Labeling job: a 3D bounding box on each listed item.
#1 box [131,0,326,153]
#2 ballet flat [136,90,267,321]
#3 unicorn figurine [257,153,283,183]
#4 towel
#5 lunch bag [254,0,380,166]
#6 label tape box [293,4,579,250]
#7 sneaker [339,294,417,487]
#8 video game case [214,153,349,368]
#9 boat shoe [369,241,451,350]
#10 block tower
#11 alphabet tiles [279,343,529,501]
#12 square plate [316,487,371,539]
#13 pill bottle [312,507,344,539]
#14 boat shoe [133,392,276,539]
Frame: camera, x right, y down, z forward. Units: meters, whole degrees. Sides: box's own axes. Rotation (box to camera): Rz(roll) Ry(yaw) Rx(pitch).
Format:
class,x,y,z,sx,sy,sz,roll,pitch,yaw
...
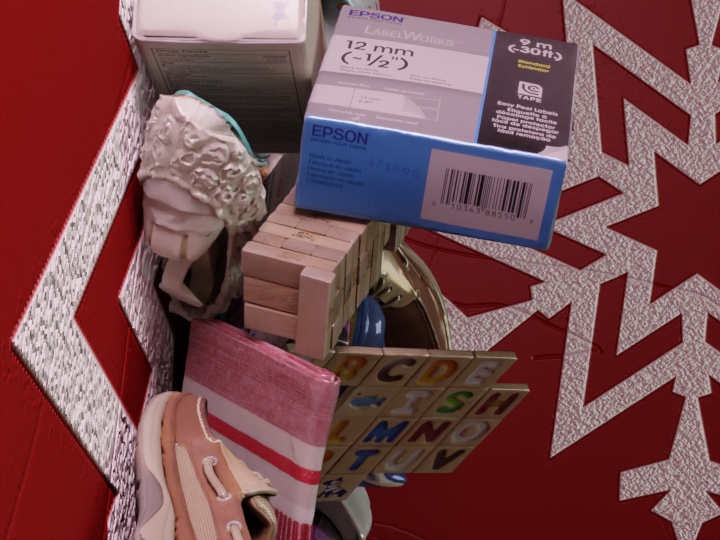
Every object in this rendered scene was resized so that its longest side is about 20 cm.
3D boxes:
class,x,y,z,sx,sy,sz,roll,pitch,yaw
box,-0.069,-0.132,0.986,0.200,0.095,0.078,90,2,-77
ballet flat,-0.089,-0.023,0.952,0.200,0.072,0.072,87,5,-66
unicorn figurine,-0.059,-0.050,1.317,0.200,0.074,0.137,108,2,-46
towel,-0.066,0.137,0.957,0.144,0.023,0.200,22,-75,55
lunch bag,-0.041,-0.203,1.406,0.170,0.122,0.200,-85,-178,-46
label tape box,0.050,-0.102,0.994,0.200,0.143,0.066,-76,175,-52
sneaker,0.007,0.076,1.113,0.200,0.088,0.075,102,-7,-56
video game case,-0.059,0.020,1.099,0.181,0.036,0.200,-50,-155,38
boat shoe,0.000,0.000,1.210,0.200,0.076,0.072,60,20,-12
block tower,-0.007,-0.031,0.991,0.200,0.058,0.054,-57,156,-51
alphabet tiles,0.001,0.098,1.062,0.167,0.200,0.008,-52,-134,40
square plate,-0.044,0.125,1.297,0.198,0.028,0.200,59,-11,12
pill bottle,-0.063,0.218,1.207,0.200,0.112,0.112,-63,155,-87
boat shoe,-0.078,0.130,0.878,0.200,0.072,0.076,-100,-170,-59
